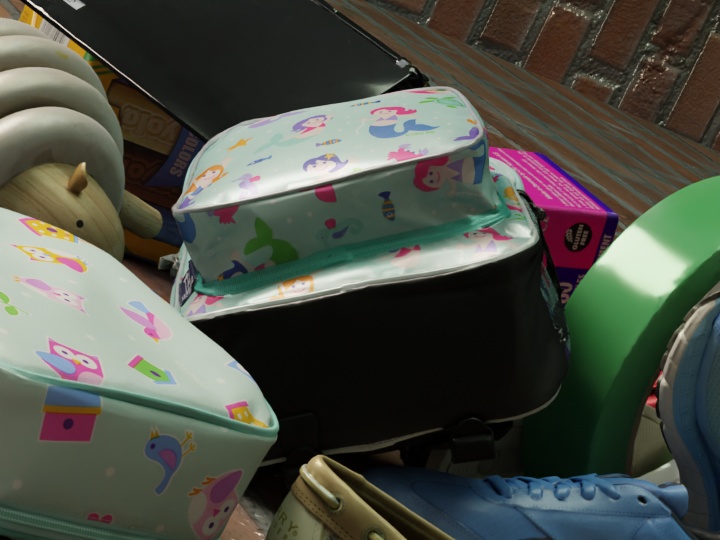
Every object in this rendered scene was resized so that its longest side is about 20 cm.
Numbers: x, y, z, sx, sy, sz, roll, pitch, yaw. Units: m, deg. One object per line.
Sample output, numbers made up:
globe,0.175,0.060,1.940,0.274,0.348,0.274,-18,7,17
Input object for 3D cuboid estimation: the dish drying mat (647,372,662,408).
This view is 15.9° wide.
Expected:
dish drying mat,0.172,0.050,1.398,0.199,0.018,0.077,-10,27,-21

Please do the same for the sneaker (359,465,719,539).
sneaker,0.092,0.112,1.138,0.199,0.079,0.066,22,13,-15

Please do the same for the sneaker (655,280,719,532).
sneaker,0.193,0.083,1.180,0.090,0.201,0.078,16,39,34

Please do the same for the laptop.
laptop,-0.055,-0.104,1.360,0.177,0.103,0.200,38,-3,24

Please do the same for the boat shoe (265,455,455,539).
boat shoe,0.055,0.137,0.963,0.199,0.063,0.073,25,10,-10

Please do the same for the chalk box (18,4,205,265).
chalk box,-0.101,-0.073,1.459,0.199,0.124,0.125,21,11,-29

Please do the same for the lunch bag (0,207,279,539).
lunch bag,-0.141,0.033,0.972,0.160,0.077,0.200,14,15,-42

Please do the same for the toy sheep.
toy sheep,-0.172,-0.053,1.183,0.138,0.138,0.200,13,20,-49

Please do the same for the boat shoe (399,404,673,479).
boat shoe,0.088,0.082,1.288,0.200,0.072,0.068,10,19,-47

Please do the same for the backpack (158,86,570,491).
backpack,0.000,0.000,1.168,0.177,0.151,0.200,-12,10,4

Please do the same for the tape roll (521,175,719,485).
tape roll,0.167,0.053,1.257,0.200,0.201,0.048,14,15,-48

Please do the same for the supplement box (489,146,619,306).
supplement box,0.024,-0.012,1.408,0.199,0.102,0.103,6,20,-25
